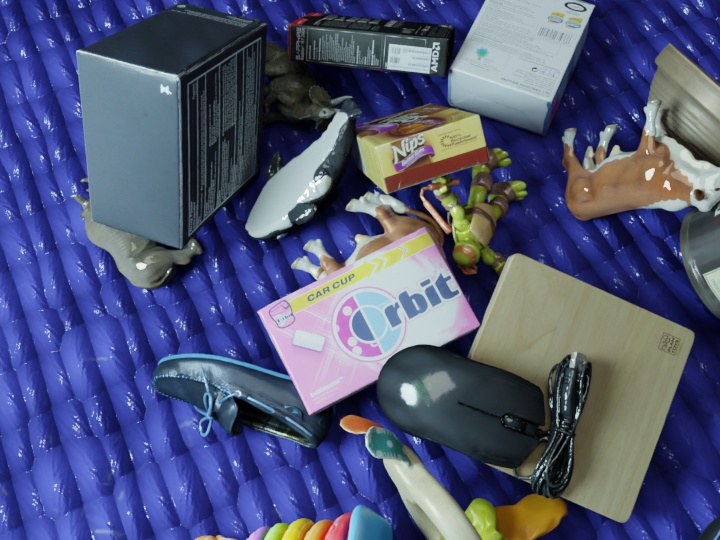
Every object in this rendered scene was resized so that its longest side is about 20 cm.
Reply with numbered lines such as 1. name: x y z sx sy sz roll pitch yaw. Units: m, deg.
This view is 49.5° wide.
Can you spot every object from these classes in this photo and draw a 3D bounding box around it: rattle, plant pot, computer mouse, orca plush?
1. rattle: 0.093 0.189 0.737 0.143 0.130 0.200 -32 87 2
2. plant pot: 0.399 -0.161 0.899 0.093 0.201 0.201 -50 65 25
3. computer mouse: 0.114 0.123 0.715 0.200 0.053 0.139 15 84 -3
4. orca plush: -0.053 -0.111 0.932 0.105 0.071 0.200 32 96 38

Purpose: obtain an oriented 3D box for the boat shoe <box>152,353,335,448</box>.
1. boat shoe: -0.128 0.137 0.819 0.200 0.084 0.069 8 54 10

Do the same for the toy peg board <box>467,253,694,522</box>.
1. toy peg board: 0.198 0.116 0.798 0.199 0.098 0.200 24 83 -2

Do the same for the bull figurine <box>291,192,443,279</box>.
1. bull figurine: 0.000 0.000 0.874 0.121 0.065 0.200 45 75 5

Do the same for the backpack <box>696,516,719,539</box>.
1. backpack: 0.352 0.327 0.661 0.200 0.147 0.183 40 72 24

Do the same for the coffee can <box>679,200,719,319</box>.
1. coffee can: 0.449 -0.038 0.776 0.146 0.200 0.147 13 63 -27

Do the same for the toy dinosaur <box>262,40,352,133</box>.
1. toy dinosaur: -0.096 -0.239 1.017 0.102 0.077 0.200 -19 59 -19

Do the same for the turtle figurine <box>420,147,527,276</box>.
1. turtle figurine: 0.141 -0.051 0.887 0.200 0.064 0.161 45 51 -20

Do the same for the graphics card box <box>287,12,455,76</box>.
1. graphics card box: 0.018 -0.292 1.001 0.200 0.051 0.125 6 25 7

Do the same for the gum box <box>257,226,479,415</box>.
1. gum box: 0.013 0.050 0.788 0.200 0.066 0.114 -27 81 -7

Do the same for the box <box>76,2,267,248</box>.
1. box: -0.202 -0.167 0.868 0.123 0.200 0.198 16 35 11

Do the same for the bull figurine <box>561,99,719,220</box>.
1. bull figurine: 0.306 -0.113 0.860 0.065 0.200 0.122 -1 85 -38

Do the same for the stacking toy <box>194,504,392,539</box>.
1. stacking toy: -0.076 0.281 0.748 0.200 0.116 0.110 1 61 17

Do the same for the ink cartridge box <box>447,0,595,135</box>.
1. ink cartridge box: 0.213 -0.289 1.006 0.136 0.076 0.200 22 69 13

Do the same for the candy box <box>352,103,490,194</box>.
1. candy box: 0.059 -0.144 0.891 0.117 0.200 0.057 -18 109 -4

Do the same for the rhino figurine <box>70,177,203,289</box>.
1. rhino figurine: -0.280 -0.054 0.936 0.087 0.060 0.200 -41 67 -18
